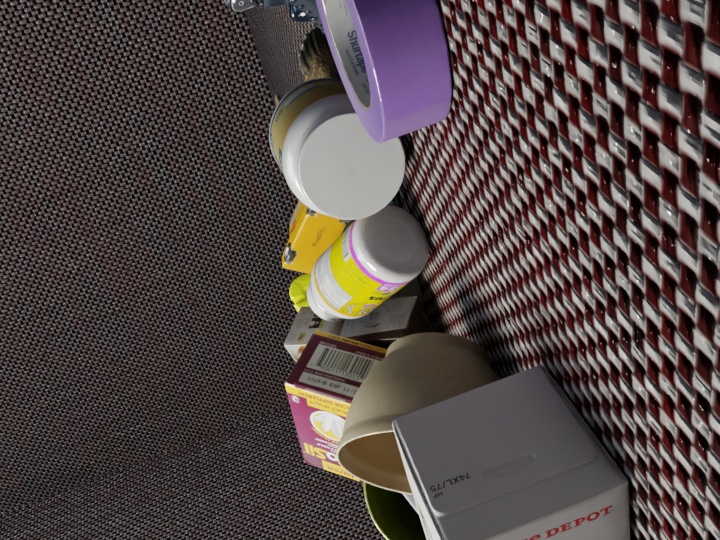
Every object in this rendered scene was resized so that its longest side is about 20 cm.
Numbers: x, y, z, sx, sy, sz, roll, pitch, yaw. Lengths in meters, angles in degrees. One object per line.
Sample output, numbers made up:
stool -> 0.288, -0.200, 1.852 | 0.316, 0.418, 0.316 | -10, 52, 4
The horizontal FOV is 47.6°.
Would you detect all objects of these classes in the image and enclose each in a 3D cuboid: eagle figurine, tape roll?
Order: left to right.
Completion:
eagle figurine -> -0.058, -0.234, 1.195 | 0.152, 0.151, 0.200 | 35, 148, -9
tape roll -> 0.013, -0.219, 0.725 | 0.200, 0.066, 0.200 | 159, 90, -84

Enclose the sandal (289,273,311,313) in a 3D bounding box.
sandal -> -0.057, 0.106, 1.346 | 0.087, 0.079, 0.200 | 72, -177, -68

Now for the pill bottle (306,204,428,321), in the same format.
pill bottle -> 0.000, 0.000, 1.078 | 0.200, 0.104, 0.104 | -42, 66, 55

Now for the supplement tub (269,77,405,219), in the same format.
supplement tub -> -0.030, -0.149, 0.992 | 0.200, 0.144, 0.145 | -121, 12, -66

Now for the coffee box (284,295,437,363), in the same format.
coffee box -> 0.007, 0.110, 1.185 | 0.114, 0.200, 0.080 | 58, -141, -34

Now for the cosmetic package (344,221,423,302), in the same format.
cosmetic package -> 0.017, 0.029, 1.329 | 0.200, 0.123, 0.200 | -114, 6, -46

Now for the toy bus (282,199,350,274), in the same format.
toy bus -> -0.058, -0.082, 1.200 | 0.200, 0.065, 0.078 | 120, 154, -44

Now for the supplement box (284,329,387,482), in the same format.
supplement box -> -0.017, 0.195, 1.140 | 0.200, 0.131, 0.103 | 82, -152, -46

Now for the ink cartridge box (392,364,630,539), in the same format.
ink cartridge box -> 0.132, 0.217, 0.701 | 0.146, 0.147, 0.200 | -116, 8, -54

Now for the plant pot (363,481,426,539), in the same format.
plant pot -> 0.118, 0.293, 1.126 | 0.200, 0.187, 0.187 | 47, -160, -70

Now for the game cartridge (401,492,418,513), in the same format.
game cartridge -> 0.114, 0.241, 0.975 | 0.200, 0.133, 0.042 | 44, 176, 43

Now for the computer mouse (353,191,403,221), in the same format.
computer mouse -> 0.039, -0.069, 1.164 | 0.200, 0.046, 0.141 | -178, 72, -72

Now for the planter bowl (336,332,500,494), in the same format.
planter bowl -> 0.082, 0.152, 0.895 | 0.200, 0.200, 0.135 | 78, -162, -57

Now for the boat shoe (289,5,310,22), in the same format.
boat shoe -> -0.093, -0.418, 1.040 | 0.084, 0.069, 0.200 | 160, 90, -85

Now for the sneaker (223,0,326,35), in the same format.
sneaker -> -0.074, -0.295, 0.908 | 0.077, 0.146, 0.202 | -118, 8, -46
